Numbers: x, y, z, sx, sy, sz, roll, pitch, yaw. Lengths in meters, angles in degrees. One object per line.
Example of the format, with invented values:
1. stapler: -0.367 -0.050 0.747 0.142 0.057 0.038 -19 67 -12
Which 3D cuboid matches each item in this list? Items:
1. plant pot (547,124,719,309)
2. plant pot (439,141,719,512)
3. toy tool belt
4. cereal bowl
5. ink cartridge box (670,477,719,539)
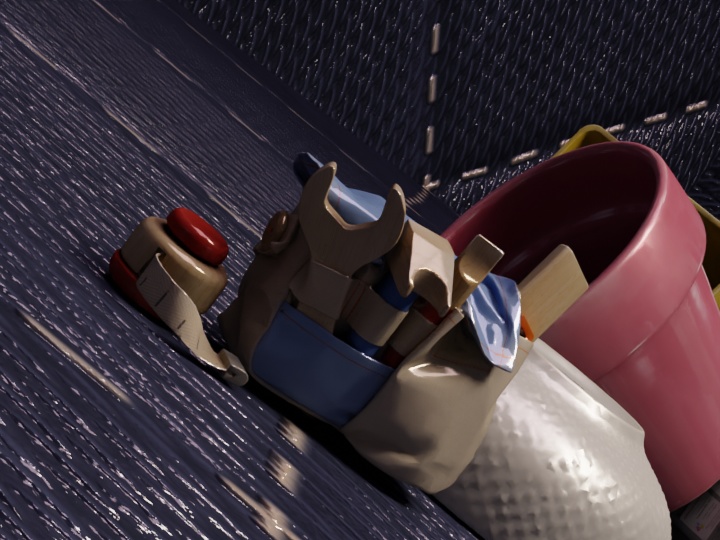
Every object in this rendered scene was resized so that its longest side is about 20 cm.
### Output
1. plant pot: 0.199 0.047 1.843 0.200 0.200 0.176 43 -4 41
2. plant pot: 0.146 0.050 1.468 0.179 0.200 0.200 54 -1 -24
3. toy tool belt: 0.000 0.000 1.049 0.200 0.123 0.125 33 11 -29
4. cereal bowl: 0.083 0.084 1.210 0.200 0.083 0.200 38 6 -4
5. ink cartridge box: 0.261 0.200 1.467 0.147 0.086 0.200 37 4 -21
